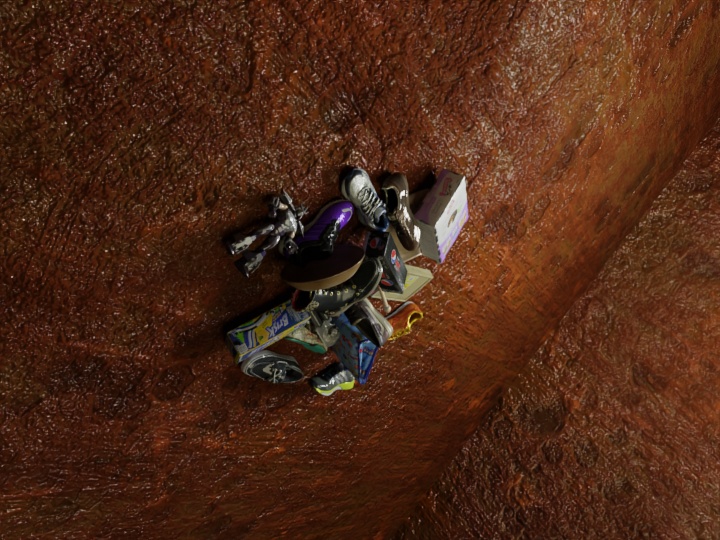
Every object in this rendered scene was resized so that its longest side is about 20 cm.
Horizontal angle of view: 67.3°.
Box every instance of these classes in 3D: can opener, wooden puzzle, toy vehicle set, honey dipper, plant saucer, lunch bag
[{"bbox_3d":[-0.114,0.115,1.394,0.053,0.066,0.203,-39,125,-19],"label":"can opener"},{"bbox_3d":[0.113,-0.111,1.466,0.182,0.037,0.204,-23,134,-32],"label":"wooden puzzle"},{"bbox_3d":[0.119,0.037,1.574,0.124,0.027,0.198,-42,153,23],"label":"toy vehicle set"},{"bbox_3d":[0.051,0.033,1.468,0.038,0.038,0.203,-33,124,-20],"label":"honey dipper"},{"bbox_3d":[-0.081,-0.002,1.203,0.197,0.198,0.036,-27,115,-28],"label":"plant saucer"},{"bbox_3d":[-0.028,0.212,1.507,0.093,0.150,0.204,-20,137,-34],"label":"lunch bag"}]

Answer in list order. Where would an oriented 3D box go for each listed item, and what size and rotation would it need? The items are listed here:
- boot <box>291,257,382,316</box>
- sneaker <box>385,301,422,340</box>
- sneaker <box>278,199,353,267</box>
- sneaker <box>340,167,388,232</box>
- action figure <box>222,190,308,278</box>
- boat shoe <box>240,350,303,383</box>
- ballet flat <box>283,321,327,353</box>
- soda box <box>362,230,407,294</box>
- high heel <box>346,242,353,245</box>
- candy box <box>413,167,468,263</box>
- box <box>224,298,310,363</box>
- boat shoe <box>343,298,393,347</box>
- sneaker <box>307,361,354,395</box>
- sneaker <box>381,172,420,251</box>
[{"bbox_3d":[-0.054,0.039,1.262,0.203,0.075,0.152,-41,154,26],"label":"boot"},{"bbox_3d":[0.113,0.177,1.701,0.199,0.077,0.074,-39,147,-12],"label":"sneaker"},{"bbox_3d":[-0.080,-0.073,1.215,0.199,0.099,0.070,-38,141,-12],"label":"sneaker"},{"bbox_3d":[0.022,-0.161,1.265,0.077,0.085,0.200,-45,145,-5],"label":"sneaker"},{"bbox_3d":[-0.182,-0.077,1.120,0.199,0.069,0.132,-39,121,-20],"label":"action figure"},{"bbox_3d":[-0.224,0.261,1.406,0.072,0.068,0.199,-54,146,8],"label":"boat shoe"},{"bbox_3d":[-0.137,0.169,1.424,0.200,0.074,0.066,42,56,-61],"label":"ballet flat"},{"bbox_3d":[0.065,-0.018,1.373,0.201,0.062,0.072,60,40,-56],"label":"soda box"},{"bbox_3d":[0.000,0.000,1.404,0.096,0.068,0.199,-44,144,13],"label":"high heel"},{"bbox_3d":[0.222,-0.145,1.468,0.170,0.070,0.201,-57,155,-16],"label":"candy box"},{"bbox_3d":[-0.219,0.138,1.279,0.197,0.065,0.070,-27,168,-28],"label":"box"},{"bbox_3d":[-0.003,0.114,1.379,0.072,0.200,0.065,-38,-169,49],"label":"boat shoe"},{"bbox_3d":[-0.082,0.317,1.632,0.198,0.073,0.083,-2,116,-55],"label":"sneaker"},{"bbox_3d":[0.091,-0.134,1.337,0.075,0.069,0.205,-34,116,-41],"label":"sneaker"}]
